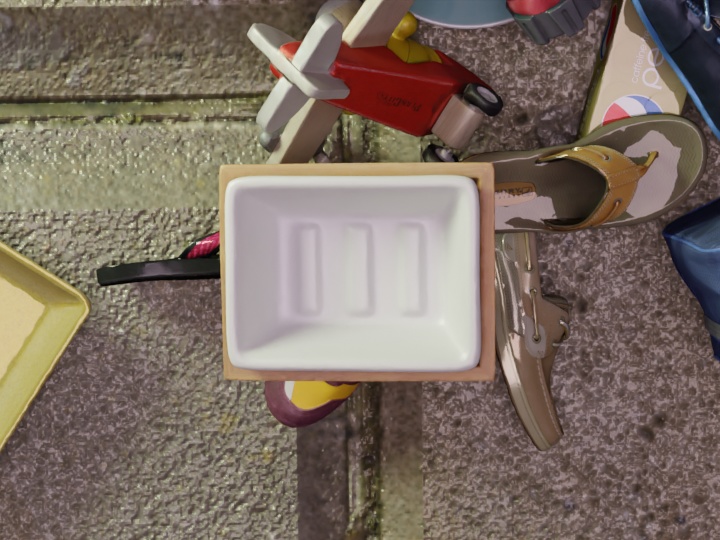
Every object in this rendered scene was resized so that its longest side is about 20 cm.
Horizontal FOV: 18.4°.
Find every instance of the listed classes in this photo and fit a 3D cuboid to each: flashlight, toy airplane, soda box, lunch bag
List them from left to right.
[{"bbox_3d":[-0.005,-0.154,1.640,0.200,0.141,0.199,-24,138,-7],"label":"toy airplane"},{"bbox_3d":[0.099,-0.253,1.584,0.068,0.068,0.200,-33,124,10],"label":"flashlight"},{"bbox_3d":[0.213,-0.144,1.687,0.068,0.064,0.200,14,98,-2],"label":"soda box"},{"bbox_3d":[0.323,0.009,1.640,0.136,0.200,0.132,-25,100,-2],"label":"lunch bag"}]

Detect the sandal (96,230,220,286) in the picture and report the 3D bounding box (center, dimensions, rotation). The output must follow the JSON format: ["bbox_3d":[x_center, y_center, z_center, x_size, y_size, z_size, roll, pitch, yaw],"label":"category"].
[{"bbox_3d":[-0.104,-0.018,1.700,0.200,0.075,0.045,-4,86,3],"label":"sandal"}]

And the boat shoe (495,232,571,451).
[{"bbox_3d":[0.131,0.039,1.709,0.065,0.072,0.200,-15,92,3],"label":"boat shoe"}]

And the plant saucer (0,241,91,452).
[{"bbox_3d":[-0.339,0.051,1.717,0.200,0.048,0.200,33,95,-4],"label":"plant saucer"}]

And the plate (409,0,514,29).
[{"bbox_3d":[0.082,-0.284,1.687,0.200,0.026,0.200,0,98,0],"label":"plate"}]

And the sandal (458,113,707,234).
[{"bbox_3d":[0.161,-0.064,1.637,0.200,0.054,0.080,-9,99,-3],"label":"sandal"}]

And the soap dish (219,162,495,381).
[{"bbox_3d":[0.000,0.000,1.607,0.200,0.081,0.158,0,96,9],"label":"soap dish"}]

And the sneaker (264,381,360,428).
[{"bbox_3d":[-0.005,0.040,1.696,0.075,0.090,0.200,37,95,-5],"label":"sneaker"}]

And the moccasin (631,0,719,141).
[{"bbox_3d":[0.247,-0.185,1.617,0.068,0.080,0.200,-30,110,17],"label":"moccasin"}]
